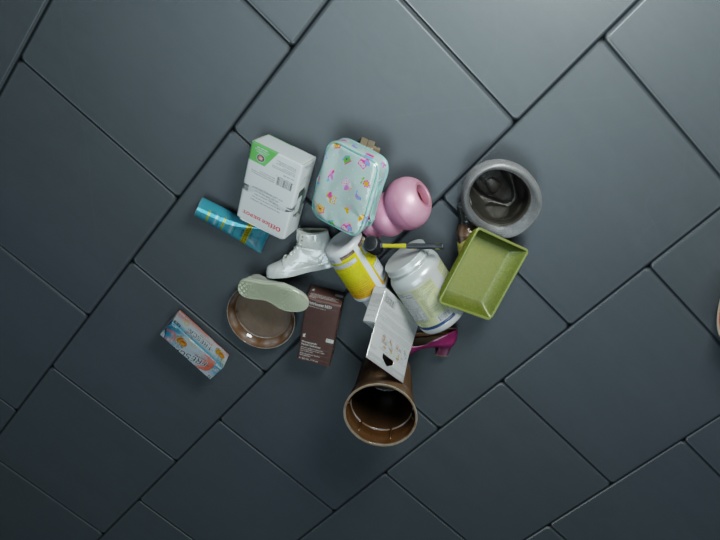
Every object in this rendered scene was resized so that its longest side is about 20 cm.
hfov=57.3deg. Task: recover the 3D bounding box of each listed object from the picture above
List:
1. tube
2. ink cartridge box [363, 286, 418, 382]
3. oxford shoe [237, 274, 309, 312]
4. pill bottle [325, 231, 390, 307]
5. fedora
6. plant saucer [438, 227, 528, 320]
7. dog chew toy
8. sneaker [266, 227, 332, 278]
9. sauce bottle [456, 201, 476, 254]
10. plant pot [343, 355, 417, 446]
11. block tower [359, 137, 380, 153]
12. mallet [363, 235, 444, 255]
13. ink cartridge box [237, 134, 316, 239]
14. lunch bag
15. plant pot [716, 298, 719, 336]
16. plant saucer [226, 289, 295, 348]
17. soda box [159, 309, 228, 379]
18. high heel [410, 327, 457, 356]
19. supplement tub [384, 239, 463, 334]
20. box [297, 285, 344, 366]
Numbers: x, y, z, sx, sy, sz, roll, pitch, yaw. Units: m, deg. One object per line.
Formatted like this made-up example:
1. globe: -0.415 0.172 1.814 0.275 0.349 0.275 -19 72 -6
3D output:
1. tube: -0.333 -0.120 1.711 0.196 0.051 0.078 27 125 -12
2. ink cartridge box: 0.071 0.164 1.666 0.044 0.181 0.200 5 157 35
3. oxford shoe: -0.226 0.055 1.736 0.194 0.058 0.077 14 112 6
4. pill bottle: 0.000 0.000 1.678 0.107 0.110 0.202 -24 118 19
5. fedora: 0.325 -0.184 1.554 0.196 0.091 0.178 29 119 -15
6. plant saucer: 0.290 0.003 1.602 0.196 0.048 0.204 18 106 -36
7. dog chew toy: 0.076 -0.141 1.599 0.197 0.126 0.125 -27 111 34
8. sneaker: -0.163 -0.053 1.709 0.193 0.074 0.119 -13 111 6
9. sauce bottle: 0.269 -0.071 1.636 0.063 0.065 0.205 -8 116 12
10. plant pot: 0.061 0.331 1.794 0.193 0.200 0.206 3 118 5
11. block tower: -0.004 -0.213 1.607 0.052 0.058 0.205 17 119 -1
12. mallet: 0.105 -0.057 1.590 0.193 0.066 0.043 2 82 9
13. ink cartridge box: -0.208 -0.204 1.610 0.143 0.084 0.205 26 119 11
14. lunch bag: -0.023 -0.191 1.542 0.157 0.077 0.205 25 118 14
15. plant pot: 0.963 0.108 1.569 0.172 0.201 0.206 10 119 14
16. plant saucer: -0.273 0.122 1.829 0.193 0.035 0.206 3 117 6
17. soda box: -0.472 0.213 1.882 0.063 0.069 0.200 -37 108 23
18. high heel: 0.162 0.175 1.774 0.193 0.068 0.098 6 129 -12
19. supplement tub: 0.163 0.040 1.661 0.143 0.146 0.202 -29 110 21
20. box: -0.109 0.153 1.800 0.097 0.075 0.206 12 116 2
